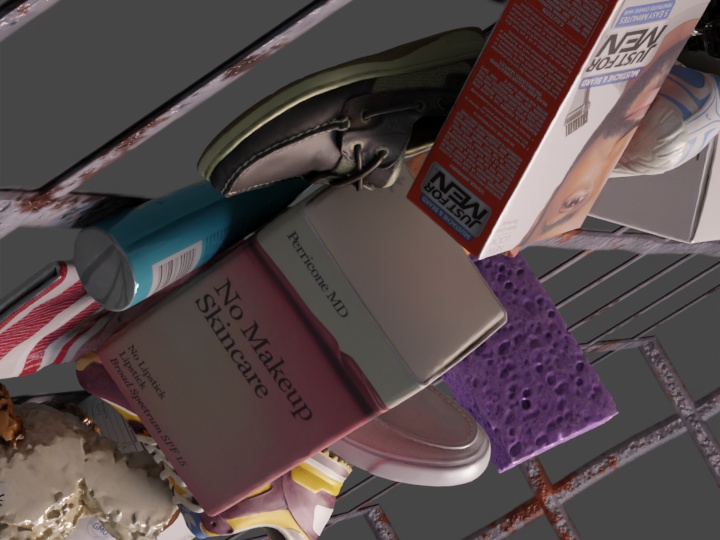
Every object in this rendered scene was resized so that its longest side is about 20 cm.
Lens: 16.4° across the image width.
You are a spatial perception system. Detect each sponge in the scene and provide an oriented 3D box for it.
[{"bbox_3d":[0.100,0.047,1.882,0.111,0.200,0.030,-24,167,-34],"label":"sponge"}]

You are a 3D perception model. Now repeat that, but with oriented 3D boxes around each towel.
[{"bbox_3d":[-0.172,0.027,1.537,0.144,0.023,0.200,-36,168,27],"label":"towel"}]

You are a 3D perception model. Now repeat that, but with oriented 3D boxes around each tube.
[{"bbox_3d":[-0.076,-0.036,1.443,0.200,0.051,0.077,-28,180,-41],"label":"tube"}]

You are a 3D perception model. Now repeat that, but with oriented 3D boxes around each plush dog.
[{"bbox_3d":[-0.239,0.143,1.663,0.200,0.161,0.172,-36,-167,-24],"label":"plush dog"}]

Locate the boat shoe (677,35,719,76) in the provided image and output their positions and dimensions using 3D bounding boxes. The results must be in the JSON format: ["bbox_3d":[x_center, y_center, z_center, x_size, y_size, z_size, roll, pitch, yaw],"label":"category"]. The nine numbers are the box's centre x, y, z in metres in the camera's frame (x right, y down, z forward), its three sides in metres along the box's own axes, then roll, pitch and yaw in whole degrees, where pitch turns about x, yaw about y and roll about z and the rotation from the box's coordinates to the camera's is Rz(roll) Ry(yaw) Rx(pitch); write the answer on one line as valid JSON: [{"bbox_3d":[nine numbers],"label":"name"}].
[{"bbox_3d":[0.299,-0.146,1.711,0.075,0.199,0.062,-171,-80,-75],"label":"boat shoe"}]

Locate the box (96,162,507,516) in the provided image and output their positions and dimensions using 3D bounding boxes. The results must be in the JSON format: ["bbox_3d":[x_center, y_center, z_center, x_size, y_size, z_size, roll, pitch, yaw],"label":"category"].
[{"bbox_3d":[-0.037,0.037,1.472,0.200,0.128,0.109,-34,-179,39],"label":"box"}]

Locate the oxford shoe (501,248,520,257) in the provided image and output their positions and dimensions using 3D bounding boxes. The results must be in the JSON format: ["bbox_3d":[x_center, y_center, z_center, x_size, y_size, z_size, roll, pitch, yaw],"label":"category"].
[{"bbox_3d":[0.100,-0.070,1.753,0.074,0.071,0.200,-54,172,-7],"label":"oxford shoe"}]

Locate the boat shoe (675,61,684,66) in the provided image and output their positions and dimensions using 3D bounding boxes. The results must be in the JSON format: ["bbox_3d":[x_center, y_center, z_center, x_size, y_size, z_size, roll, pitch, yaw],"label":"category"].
[{"bbox_3d":[0.242,-0.121,1.829,0.074,0.069,0.200,-25,169,-25],"label":"boat shoe"}]

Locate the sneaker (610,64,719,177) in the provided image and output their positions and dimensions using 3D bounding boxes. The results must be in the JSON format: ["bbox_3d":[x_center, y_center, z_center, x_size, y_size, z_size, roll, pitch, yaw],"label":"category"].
[{"bbox_3d":[0.132,-0.091,1.491,0.199,0.072,0.072,5,-157,44],"label":"sneaker"}]

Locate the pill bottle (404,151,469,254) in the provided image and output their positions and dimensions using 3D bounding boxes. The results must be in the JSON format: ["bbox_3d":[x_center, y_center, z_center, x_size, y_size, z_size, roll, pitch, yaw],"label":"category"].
[{"bbox_3d":[0.000,0.000,1.646,0.106,0.107,0.200,-19,165,-47],"label":"pill bottle"}]

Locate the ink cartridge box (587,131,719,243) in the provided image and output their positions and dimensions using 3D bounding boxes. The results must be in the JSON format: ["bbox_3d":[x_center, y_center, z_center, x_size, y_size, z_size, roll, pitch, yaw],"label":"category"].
[{"bbox_3d":[0.207,-0.078,1.679,0.200,0.146,0.085,-7,111,-58],"label":"ink cartridge box"}]

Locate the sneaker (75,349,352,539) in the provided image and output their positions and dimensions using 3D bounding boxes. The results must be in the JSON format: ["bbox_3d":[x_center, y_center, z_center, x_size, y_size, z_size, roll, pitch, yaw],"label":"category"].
[{"bbox_3d":[-0.104,0.122,1.598,0.090,0.199,0.075,-63,-161,-3],"label":"sneaker"}]

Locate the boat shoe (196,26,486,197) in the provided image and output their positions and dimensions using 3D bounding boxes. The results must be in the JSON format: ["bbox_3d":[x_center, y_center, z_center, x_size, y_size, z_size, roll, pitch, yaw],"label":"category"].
[{"bbox_3d":[0.004,-0.078,1.384,0.200,0.066,0.072,-24,167,-34],"label":"boat shoe"}]

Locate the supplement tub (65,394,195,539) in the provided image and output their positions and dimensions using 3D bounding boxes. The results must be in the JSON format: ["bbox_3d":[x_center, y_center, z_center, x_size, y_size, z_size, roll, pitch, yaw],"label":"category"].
[{"bbox_3d":[-0.176,0.153,1.835,0.200,0.132,0.132,-30,170,6],"label":"supplement tub"}]

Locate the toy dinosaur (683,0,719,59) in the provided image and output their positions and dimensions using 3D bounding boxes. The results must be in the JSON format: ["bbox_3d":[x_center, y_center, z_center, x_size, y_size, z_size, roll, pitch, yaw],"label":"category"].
[{"bbox_3d":[0.219,-0.169,1.497,0.200,0.102,0.136,-47,-177,7],"label":"toy dinosaur"}]

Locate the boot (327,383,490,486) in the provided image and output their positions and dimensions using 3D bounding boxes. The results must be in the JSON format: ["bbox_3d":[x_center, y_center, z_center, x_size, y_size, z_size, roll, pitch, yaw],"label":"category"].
[{"bbox_3d":[-0.005,0.059,1.571,0.074,0.199,0.096,-54,162,-46],"label":"boot"}]

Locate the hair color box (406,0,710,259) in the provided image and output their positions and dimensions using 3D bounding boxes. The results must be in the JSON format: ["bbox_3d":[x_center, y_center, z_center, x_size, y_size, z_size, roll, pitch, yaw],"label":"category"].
[{"bbox_3d":[0.116,-0.109,1.367,0.111,0.064,0.200,-18,143,-51],"label":"hair color box"}]
